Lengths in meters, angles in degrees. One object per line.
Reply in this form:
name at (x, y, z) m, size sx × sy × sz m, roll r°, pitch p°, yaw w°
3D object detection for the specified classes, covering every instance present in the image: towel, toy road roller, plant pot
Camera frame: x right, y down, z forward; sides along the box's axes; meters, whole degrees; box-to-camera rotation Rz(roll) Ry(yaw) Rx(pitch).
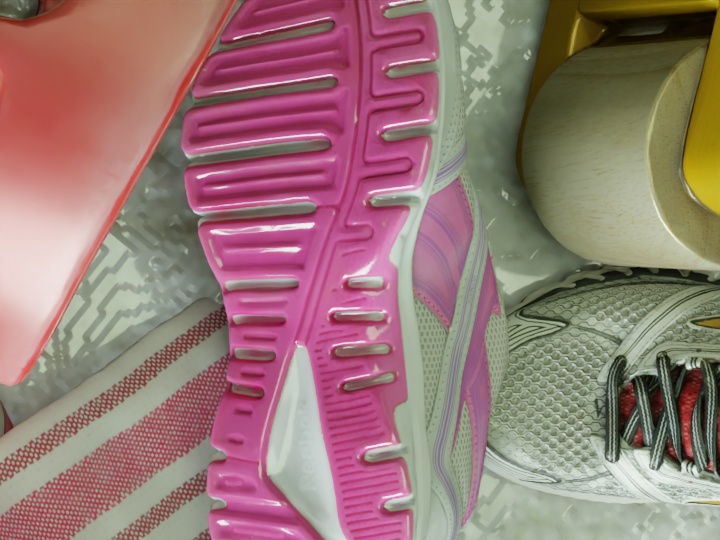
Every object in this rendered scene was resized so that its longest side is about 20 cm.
towel at (-0.036, 0.120, 0.821) m, size 0.146 × 0.030 × 0.200 m, roll -39°, pitch 100°, yaw -42°
toy road roller at (0.148, -0.086, 0.857) m, size 0.146 × 0.123 × 0.200 m, roll 19°, pitch 84°, yaw -24°
plant pot at (-0.121, -0.097, 0.753) m, size 0.182 × 0.200 × 0.201 m, roll 31°, pitch 82°, yaw -5°

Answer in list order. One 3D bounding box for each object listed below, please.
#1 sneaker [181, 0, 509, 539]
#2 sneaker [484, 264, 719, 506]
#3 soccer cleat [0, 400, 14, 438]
sneaker at (0.000, 0.000, 0.825) m, size 0.081 × 0.088 × 0.200 m, roll 5°, pitch 93°, yaw 24°
sneaker at (0.125, 0.037, 0.852) m, size 0.200 × 0.082 × 0.078 m, roll -1°, pitch 93°, yaw 8°
soccer cleat at (-0.121, 0.108, 0.810) m, size 0.067 × 0.076 × 0.200 m, roll -7°, pitch 92°, yaw -13°
